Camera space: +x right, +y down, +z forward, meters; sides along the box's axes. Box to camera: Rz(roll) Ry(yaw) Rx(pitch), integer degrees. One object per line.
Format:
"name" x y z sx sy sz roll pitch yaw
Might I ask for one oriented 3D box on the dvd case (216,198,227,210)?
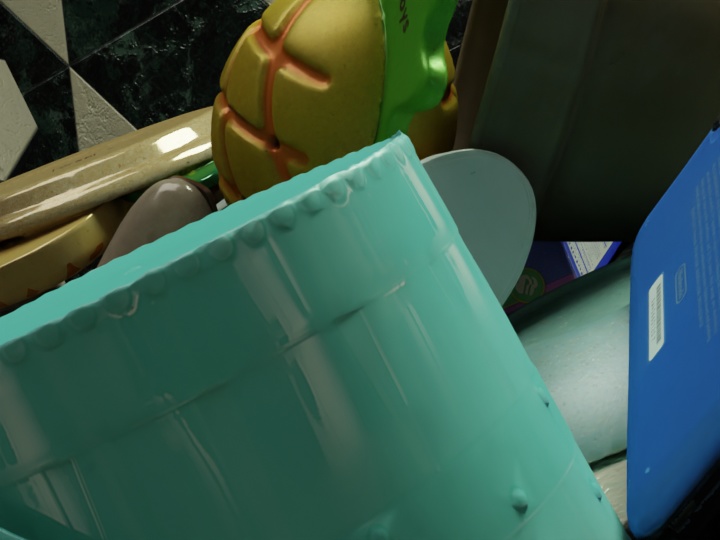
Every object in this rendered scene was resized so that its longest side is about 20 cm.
"dvd case" -0.066 -0.039 0.918 0.142 0.018 0.200 -38 6 -19

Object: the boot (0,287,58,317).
"boot" -0.192 0.076 0.840 0.200 0.070 0.147 14 80 55

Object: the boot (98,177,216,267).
"boot" -0.131 0.062 0.674 0.070 0.201 0.146 20 16 25

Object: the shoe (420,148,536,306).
"shoe" -0.007 0.032 0.674 0.200 0.071 0.091 -51 4 -6

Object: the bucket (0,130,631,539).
"bucket" -0.039 0.058 0.458 0.206 0.135 0.207 -26 6 3

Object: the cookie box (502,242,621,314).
"cookie box" 0.062 -0.008 0.937 0.170 0.076 0.200 -24 5 22

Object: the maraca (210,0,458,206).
"maraca" -0.004 -0.079 0.701 0.106 0.138 0.200 4 -34 -24

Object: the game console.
"game console" 0.173 -0.003 0.477 0.171 0.118 0.200 -57 5 27

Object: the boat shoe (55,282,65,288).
"boat shoe" -0.220 0.070 0.998 0.075 0.201 0.072 -1 29 -29

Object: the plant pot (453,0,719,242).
"plant pot" 0.138 -0.093 0.739 0.172 0.201 0.200 13 5 -2

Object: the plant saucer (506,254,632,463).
"plant saucer" 0.099 0.027 0.633 0.200 0.039 0.201 -26 6 3

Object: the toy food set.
"toy food set" -0.140 -0.035 0.829 0.197 0.049 0.200 -25 10 -22
